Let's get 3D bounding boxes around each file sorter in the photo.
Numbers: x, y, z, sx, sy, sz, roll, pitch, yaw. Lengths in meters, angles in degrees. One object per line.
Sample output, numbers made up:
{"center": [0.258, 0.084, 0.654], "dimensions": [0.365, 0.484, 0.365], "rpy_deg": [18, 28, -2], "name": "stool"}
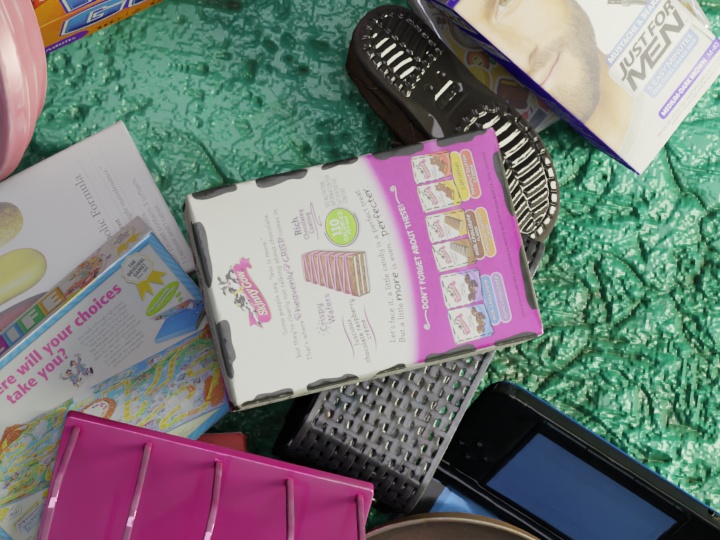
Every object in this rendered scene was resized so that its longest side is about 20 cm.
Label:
{"center": [-0.103, 0.191, 1.366], "dimensions": [0.199, 0.125, 0.140], "rpy_deg": [14, 104, -5], "name": "file sorter"}

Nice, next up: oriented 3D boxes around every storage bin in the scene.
{"center": [0.030, 0.053, 1.494], "dimensions": [0.093, 0.135, 0.201], "rpy_deg": [28, 80, -4], "name": "storage bin"}

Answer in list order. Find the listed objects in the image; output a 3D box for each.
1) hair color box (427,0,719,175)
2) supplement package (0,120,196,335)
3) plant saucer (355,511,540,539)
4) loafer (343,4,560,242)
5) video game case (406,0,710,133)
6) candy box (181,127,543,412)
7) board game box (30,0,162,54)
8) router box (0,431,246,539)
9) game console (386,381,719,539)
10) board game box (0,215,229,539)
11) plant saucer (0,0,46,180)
{"center": [0.149, -0.168, 1.525], "dimensions": [0.200, 0.065, 0.109], "rpy_deg": [37, 92, -28], "name": "hair color box"}
{"center": [-0.222, 0.002, 1.477], "dimensions": [0.199, 0.110, 0.114], "rpy_deg": [-29, 89, -11], "name": "supplement package"}
{"center": [0.060, 0.230, 1.481], "dimensions": [0.199, 0.035, 0.201], "rpy_deg": [3, 125, 4], "name": "plant saucer"}
{"center": [0.063, -0.098, 1.554], "dimensions": [0.073, 0.071, 0.200], "rpy_deg": [-40, 97, -21], "name": "loafer"}
{"center": [0.125, -0.214, 1.598], "dimensions": [0.182, 0.023, 0.201], "rpy_deg": [-31, 89, -10], "name": "video game case"}
{"center": [0.000, 0.000, 1.396], "dimensions": [0.199, 0.061, 0.137], "rpy_deg": [-12, 84, -9], "name": "candy box"}
{"center": [-0.170, -0.287, 1.473], "dimensions": [0.199, 0.200, 0.200], "rpy_deg": [-26, 87, -10], "name": "board game box"}
{"center": [-0.172, 0.202, 1.492], "dimensions": [0.199, 0.049, 0.180], "rpy_deg": [-2, 84, -9], "name": "router box"}
{"center": [0.122, 0.198, 1.507], "dimensions": [0.200, 0.171, 0.119], "rpy_deg": [32, 53, -4], "name": "game console"}
{"center": [-0.174, 0.081, 1.423], "dimensions": [0.200, 0.034, 0.135], "rpy_deg": [-40, 118, -5], "name": "board game box"}
{"center": [-0.261, -0.152, 1.420], "dimensions": [0.051, 0.200, 0.201], "rpy_deg": [-26, 88, -32], "name": "plant saucer"}
